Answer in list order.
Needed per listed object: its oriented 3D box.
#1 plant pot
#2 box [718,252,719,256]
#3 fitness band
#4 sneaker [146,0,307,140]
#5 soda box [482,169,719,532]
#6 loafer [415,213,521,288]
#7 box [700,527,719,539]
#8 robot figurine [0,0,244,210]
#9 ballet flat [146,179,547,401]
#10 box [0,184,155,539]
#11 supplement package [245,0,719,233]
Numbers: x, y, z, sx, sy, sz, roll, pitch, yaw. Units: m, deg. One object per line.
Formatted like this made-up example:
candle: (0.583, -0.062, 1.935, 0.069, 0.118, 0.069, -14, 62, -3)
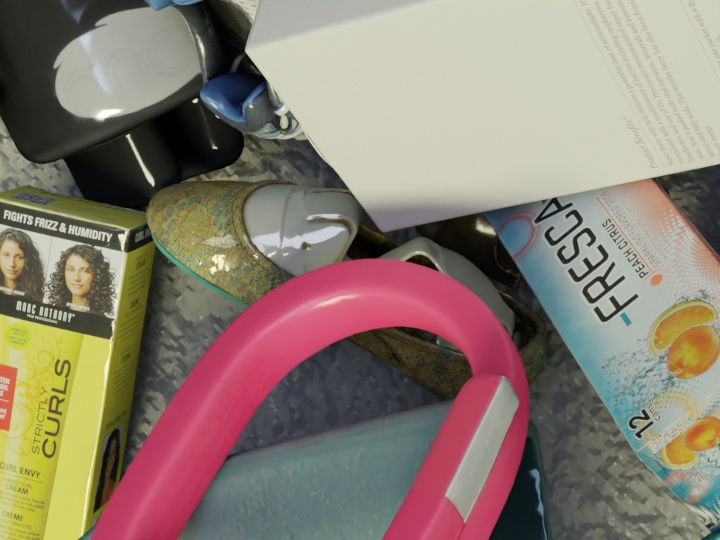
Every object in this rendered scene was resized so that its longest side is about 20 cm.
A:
plant pot: (-0.022, 0.170, 0.731, 0.199, 0.196, 0.197, -8, 80, 13)
box: (0.251, 0.003, 0.747, 0.200, 0.109, 0.128, -39, 78, 2)
fitness band: (-0.019, 0.079, 0.617, 0.143, 0.037, 0.200, 9, 55, 39)
sneaker: (-0.034, -0.089, 0.778, 0.077, 0.200, 0.085, -3, 50, 45)
soda box: (0.112, 0.008, 0.681, 0.068, 0.064, 0.200, -39, 36, 10)
loafer: (0.117, -0.068, 0.807, 0.200, 0.073, 0.071, -43, 85, 7)
box: (0.220, 0.069, 0.645, 0.200, 0.082, 0.049, -36, 78, 2)
robot figurine: (-0.133, -0.129, 0.813, 0.124, 0.150, 0.201, -22, 100, 15)
ballet flat: (0.000, 0.000, 0.781, 0.199, 0.071, 0.071, 29, 87, -11)
box: (-0.150, 0.065, 0.806, 0.075, 0.050, 0.201, 13, 103, 10)
supplement package: (0.075, -0.112, 0.671, 0.199, 0.121, 0.120, -10, 49, 27)
